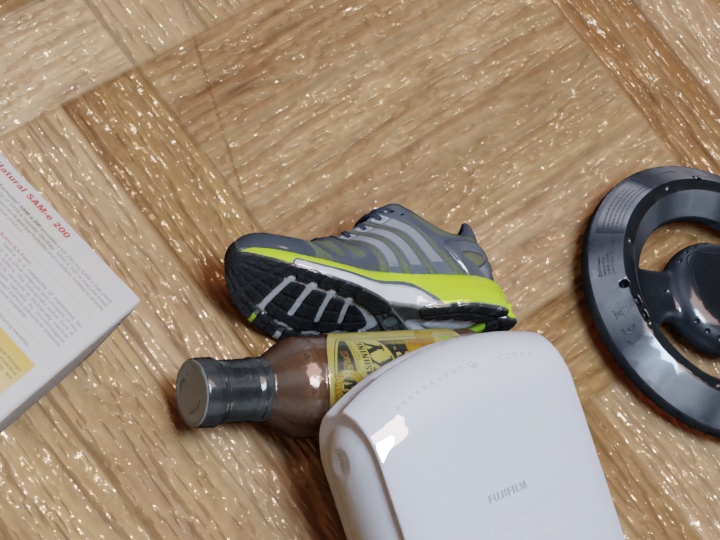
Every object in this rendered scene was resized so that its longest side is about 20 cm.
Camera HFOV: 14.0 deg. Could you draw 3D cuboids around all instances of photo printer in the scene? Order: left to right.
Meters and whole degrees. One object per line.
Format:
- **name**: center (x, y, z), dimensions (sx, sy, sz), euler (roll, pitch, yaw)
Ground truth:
- **photo printer**: center (0.069, 0.140, 1.697), dimensions (0.166, 0.069, 0.201), euler (-20, 93, -35)

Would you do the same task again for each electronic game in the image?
- **electronic game**: center (0.233, 0.020, 1.931), dimensions (0.199, 0.042, 0.201), euler (15, 56, -24)

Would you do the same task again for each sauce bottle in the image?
- **sauce bottle**: center (-0.014, 0.069, 1.735), dimensions (0.199, 0.065, 0.065), euler (-4, 64, -32)

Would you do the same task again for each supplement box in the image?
- **supplement box**: center (-0.235, 0.038, 1.610), dimensions (0.126, 0.074, 0.200), euler (47, 49, 2)

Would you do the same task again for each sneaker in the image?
- **sneaker**: center (0.000, 0.000, 1.790), dimensions (0.199, 0.074, 0.081), euler (10, 50, -35)
